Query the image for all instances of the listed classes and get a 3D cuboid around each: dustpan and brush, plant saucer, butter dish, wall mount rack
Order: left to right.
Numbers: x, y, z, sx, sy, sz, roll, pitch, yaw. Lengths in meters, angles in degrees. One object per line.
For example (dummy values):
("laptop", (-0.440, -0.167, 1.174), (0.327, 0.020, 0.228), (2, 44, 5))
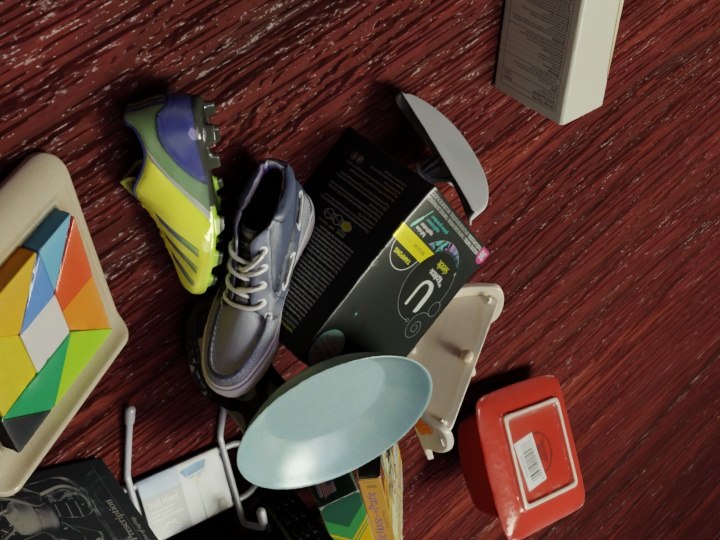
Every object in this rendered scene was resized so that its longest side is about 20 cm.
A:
("wall mount rack", (-0.174, 0.202, 0.978), (0.198, 0.074, 0.177), (-19, 95, -38))
("plant saucer", (-0.028, 0.132, 0.904), (0.198, 0.039, 0.203), (-20, 144, -15))
("dustpan and brush", (0.092, -0.105, 0.989), (0.057, 0.141, 0.199), (-34, 170, 23))
("butter dish", (0.210, 0.270, 1.398), (0.197, 0.147, 0.204), (-10, 85, -43))

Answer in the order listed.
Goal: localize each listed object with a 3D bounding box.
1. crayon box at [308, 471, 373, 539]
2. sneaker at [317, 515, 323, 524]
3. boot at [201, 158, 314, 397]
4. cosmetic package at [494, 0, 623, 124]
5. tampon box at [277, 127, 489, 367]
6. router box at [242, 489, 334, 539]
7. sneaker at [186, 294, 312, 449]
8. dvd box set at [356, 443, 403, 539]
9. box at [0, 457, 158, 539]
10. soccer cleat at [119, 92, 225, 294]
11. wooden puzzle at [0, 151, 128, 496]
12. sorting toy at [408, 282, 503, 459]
("crayon box", (-0.034, 0.247, 1.097), (0.050, 0.128, 0.202), (-22, 145, -9))
("sneaker", (-0.052, 0.338, 1.223), (0.199, 0.075, 0.107), (23, 87, -45))
("boot", (-0.100, 0.005, 0.843), (0.091, 0.071, 0.204), (62, 42, -68))
("cosmetic package", (0.204, -0.266, 0.972), (0.072, 0.103, 0.203), (-27, 138, -30))
("tampon box", (0.000, 0.000, 0.946), (0.201, 0.126, 0.150), (-51, 143, 0))
("router box", (-0.057, 0.341, 1.047), (0.061, 0.200, 0.153), (-21, 105, -17))
("sneaker", (-0.116, 0.101, 0.956), (0.076, 0.089, 0.202), (-25, 120, -1))
("dvd box set", (0.025, 0.236, 1.141), (0.029, 0.148, 0.202), (-4, 136, 7))
("box", (-0.267, 0.278, 0.823), (0.180, 0.199, 0.106), (-5, 126, -45))
("soccer cleat", (-0.155, -0.061, 0.799), (0.082, 0.065, 0.202), (-2, 135, -6))
("wooden puzzle", (-0.249, 0.044, 0.725), (0.202, 0.037, 0.186), (80, 30, -44))
("sorting toy", (0.096, 0.137, 1.163), (0.181, 0.105, 0.202), (79, 31, -52))
